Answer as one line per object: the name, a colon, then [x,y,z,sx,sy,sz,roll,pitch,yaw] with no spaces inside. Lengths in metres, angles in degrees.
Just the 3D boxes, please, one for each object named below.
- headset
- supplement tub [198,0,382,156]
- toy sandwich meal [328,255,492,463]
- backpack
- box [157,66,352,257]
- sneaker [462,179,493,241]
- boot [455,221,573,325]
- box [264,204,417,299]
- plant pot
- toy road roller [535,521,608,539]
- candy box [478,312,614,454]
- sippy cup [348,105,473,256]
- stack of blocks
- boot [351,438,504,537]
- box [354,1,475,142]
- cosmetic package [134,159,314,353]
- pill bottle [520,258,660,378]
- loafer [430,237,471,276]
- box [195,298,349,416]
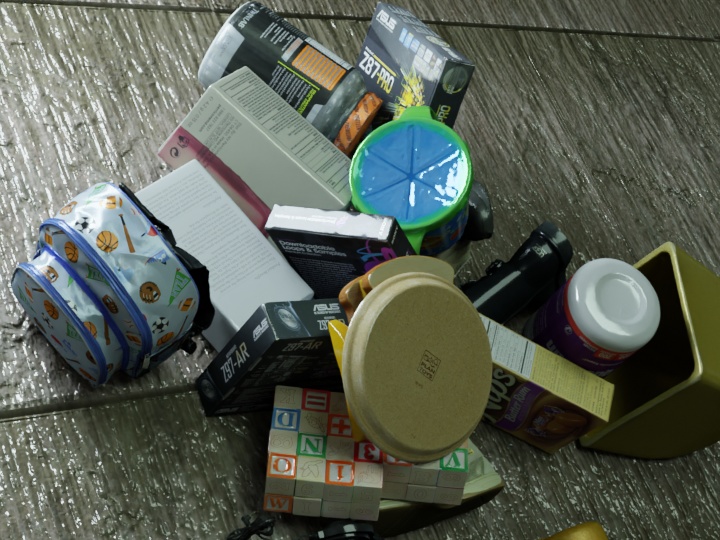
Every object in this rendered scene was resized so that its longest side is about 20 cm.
headset: [-0.034,0.301,1.464,0.200,0.094,0.124,41,41,-25]
supplement tub: [-0.081,-0.218,1.765,0.200,0.123,0.123,35,43,2]
toy sandwich meal: [0.045,0.088,1.469,0.205,0.070,0.206,3,85,-35]
backpack: [-0.242,0.009,1.435,0.200,0.191,0.154,44,60,2]
box: [-0.105,-0.116,1.669,0.200,0.109,0.128,42,22,-1]
sneaker: [0.084,-0.074,1.782,0.091,0.076,0.200,-21,26,-27]
boot: [0.168,0.035,1.786,0.168,0.200,0.076,-38,75,-12]
box: [0.000,0.000,1.585,0.200,0.142,0.036,56,47,-54]
plant pot: [0.391,0.120,1.824,0.200,0.195,0.195,24,46,-32]
toy road roller: [0.180,0.328,1.526,0.199,0.146,0.123,-4,60,-38]
candy box: [0.173,0.130,1.695,0.200,0.117,0.057,28,54,-15]
sippy cup: [0.065,-0.082,1.653,0.139,0.130,0.178,36,80,21]
stack of blocks: [0.006,0.187,1.496,0.199,0.059,0.115,6,46,-3]
boot: [0.045,0.194,1.589,0.199,0.072,0.155,-8,60,-39]
box: [0.052,-0.213,1.793,0.049,0.162,0.200,10,24,-30]
cosmetic package: [-0.155,-0.009,1.572,0.101,0.071,0.200,-33,74,-31]
pill bottle: [0.256,0.075,1.732,0.112,0.200,0.113,9,61,-16]
loafer: [0.078,-0.004,1.770,0.075,0.069,0.200,13,21,22]
box: [-0.048,0.088,1.537,0.199,0.160,0.044,-3,59,-37]
